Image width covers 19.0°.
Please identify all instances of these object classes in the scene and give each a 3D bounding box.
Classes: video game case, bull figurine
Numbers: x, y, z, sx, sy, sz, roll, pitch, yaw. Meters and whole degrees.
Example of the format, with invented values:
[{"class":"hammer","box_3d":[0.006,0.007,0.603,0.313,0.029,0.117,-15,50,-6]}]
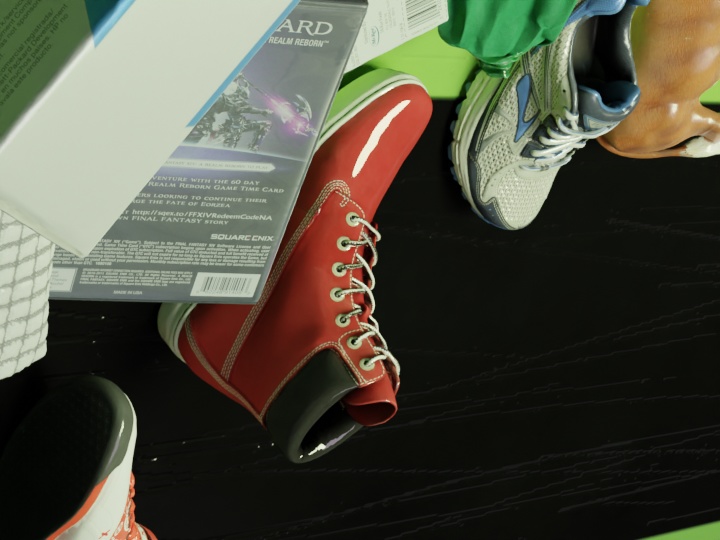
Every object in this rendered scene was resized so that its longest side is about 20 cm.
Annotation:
[{"class":"video game case","box_3d":[-0.091,-0.059,1.018,0.142,0.019,0.200,2,135,-22]},{"class":"bull figurine","box_3d":[0.206,-0.149,1.287,0.121,0.065,0.200,7,131,-14]}]

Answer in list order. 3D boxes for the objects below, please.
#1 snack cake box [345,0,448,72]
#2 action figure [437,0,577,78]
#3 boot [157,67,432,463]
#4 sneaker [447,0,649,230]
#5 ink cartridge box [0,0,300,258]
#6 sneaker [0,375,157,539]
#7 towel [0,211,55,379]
[{"class":"snack cake box","box_3d":[-0.031,-0.180,0.991,0.115,0.067,0.200,-27,141,-15]},{"class":"action figure","box_3d":[0.078,-0.164,1.067,0.118,0.055,0.200,-2,145,-8]},{"class":"boot","box_3d":[0.000,0.000,1.142,0.200,0.144,0.072,-52,144,2]},{"class":"sneaker","box_3d":[0.112,-0.098,1.226,0.077,0.085,0.200,-19,136,-36]},{"class":"ink cartridge box","box_3d":[-0.137,-0.125,0.820,0.145,0.200,0.085,-49,150,1]},{"class":"sneaker","box_3d":[-0.147,0.136,1.178,0.108,0.067,0.202,-3,128,-48]},{"class":"towel","box_3d":[-0.228,-0.009,0.933,0.200,0.086,0.166,-21,138,-38]}]
